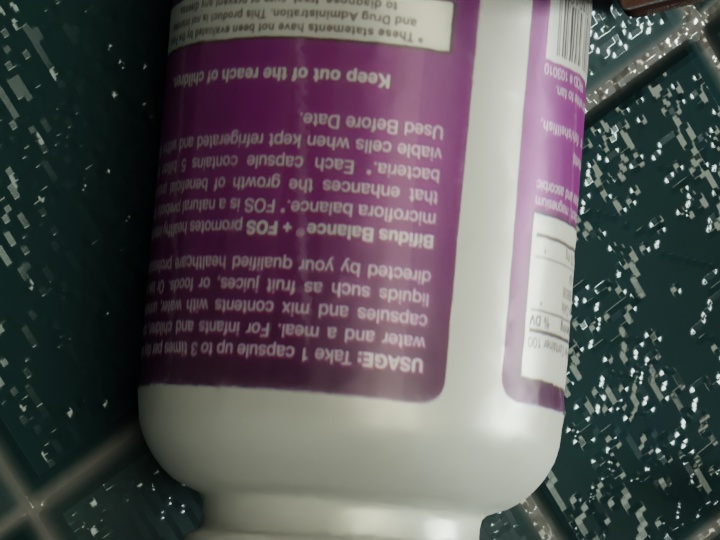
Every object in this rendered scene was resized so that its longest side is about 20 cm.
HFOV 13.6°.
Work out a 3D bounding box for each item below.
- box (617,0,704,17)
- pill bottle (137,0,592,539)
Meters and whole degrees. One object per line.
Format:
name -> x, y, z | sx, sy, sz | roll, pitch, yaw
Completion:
box -> 0.089, -0.120, 0.779 | 0.074, 0.200, 0.101 | -14, 92, 5
pill bottle -> 0.000, 0.000, 0.780 | 0.112, 0.112, 0.201 | 8, 83, -24
